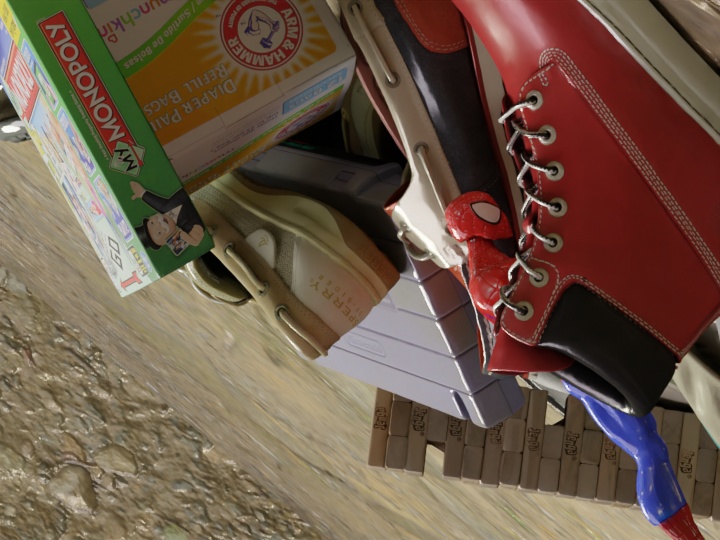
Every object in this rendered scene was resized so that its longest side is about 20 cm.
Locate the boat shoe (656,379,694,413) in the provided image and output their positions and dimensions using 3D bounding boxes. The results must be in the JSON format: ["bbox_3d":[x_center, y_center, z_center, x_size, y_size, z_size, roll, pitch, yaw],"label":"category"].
[{"bbox_3d":[0.119,0.018,1.240,0.199,0.063,0.073,26,164,-25],"label":"boat shoe"}]

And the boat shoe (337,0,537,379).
[{"bbox_3d":[0.039,-0.042,1.070,0.071,0.062,0.201,-111,7,-71],"label":"boat shoe"}]

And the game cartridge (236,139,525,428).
[{"bbox_3d":[0.000,0.000,1.207,0.200,0.038,0.130,17,132,60],"label":"game cartridge"}]

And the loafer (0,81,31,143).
[{"bbox_3d":[-0.121,-0.129,1.230,0.075,0.200,0.070,-11,112,44],"label":"loafer"}]

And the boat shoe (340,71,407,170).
[{"bbox_3d":[0.039,-0.032,1.294,0.066,0.074,0.201,45,158,48],"label":"boat shoe"}]

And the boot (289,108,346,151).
[{"bbox_3d":[-0.057,-0.097,1.361,0.168,0.076,0.201,53,155,34],"label":"boot"}]

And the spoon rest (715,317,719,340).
[{"bbox_3d":[0.165,0.012,1.035,0.200,0.061,0.100,43,129,12],"label":"spoon rest"}]

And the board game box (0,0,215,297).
[{"bbox_3d":[-0.117,-0.057,1.061,0.135,0.029,0.200,60,170,-2],"label":"board game box"}]

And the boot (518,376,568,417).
[{"bbox_3d":[0.079,0.027,1.423,0.199,0.073,0.182,34,166,14],"label":"boot"}]

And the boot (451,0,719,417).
[{"bbox_3d":[0.069,-0.042,0.965,0.200,0.144,0.072,43,169,0],"label":"boot"}]

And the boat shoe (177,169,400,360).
[{"bbox_3d":[-0.057,-0.005,1.174,0.073,0.063,0.200,47,165,-34],"label":"boat shoe"}]

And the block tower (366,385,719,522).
[{"bbox_3d":[0.104,0.092,1.268,0.198,0.058,0.054,7,174,3],"label":"block tower"}]

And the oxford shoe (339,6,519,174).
[{"bbox_3d":[0.053,-0.064,1.146,0.200,0.071,0.074,50,175,-22],"label":"oxford shoe"}]

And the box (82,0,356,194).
[{"bbox_3d":[-0.098,-0.144,1.123,0.201,0.112,0.101,61,171,6],"label":"box"}]

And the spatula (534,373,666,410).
[{"bbox_3d":[0.105,0.056,1.301,0.199,0.021,0.057,14,135,-4],"label":"spatula"}]

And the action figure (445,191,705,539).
[{"bbox_3d":[0.102,0.048,1.018,0.200,0.052,0.065,49,-172,5],"label":"action figure"}]

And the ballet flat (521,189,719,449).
[{"bbox_3d":[0.154,0.012,1.115,0.200,0.070,0.069,46,169,-25],"label":"ballet flat"}]
